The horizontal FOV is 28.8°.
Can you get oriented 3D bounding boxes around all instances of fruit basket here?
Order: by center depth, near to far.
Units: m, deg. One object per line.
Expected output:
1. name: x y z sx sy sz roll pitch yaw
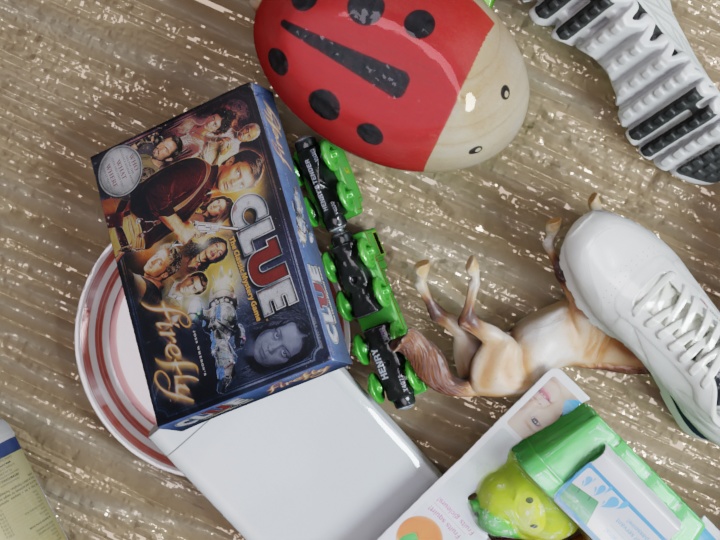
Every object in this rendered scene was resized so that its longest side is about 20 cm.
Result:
1. fruit basket: 0.125 0.197 0.942 0.200 0.094 0.185 -44 92 -3

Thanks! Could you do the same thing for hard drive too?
1. hard drive: -0.032 0.143 0.982 0.132 0.027 0.200 -41 99 6

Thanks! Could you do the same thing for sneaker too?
1. sneaker: 0.210 0.039 0.918 0.076 0.080 0.200 -44 105 -3
2. sneaker: 0.196 -0.147 0.945 0.075 0.081 0.200 -27 108 44

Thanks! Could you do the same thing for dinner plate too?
1. dinner plate: -0.105 0.049 1.005 0.199 0.024 0.201 0 93 5

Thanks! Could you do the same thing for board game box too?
1. board game box: -0.097 -0.009 0.946 0.135 0.035 0.201 -23 73 18

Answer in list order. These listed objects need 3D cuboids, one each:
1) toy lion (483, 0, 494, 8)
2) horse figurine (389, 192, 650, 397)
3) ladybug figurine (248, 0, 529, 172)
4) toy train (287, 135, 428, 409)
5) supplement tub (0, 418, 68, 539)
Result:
1. toy lion: 0.020 -0.180 0.970 0.200 0.069 0.192 28 102 4
2. horse figurine: 0.115 0.036 0.958 0.199 0.050 0.133 -22 110 -8
3. ladybug figurine: 0.013 -0.135 0.917 0.200 0.072 0.136 24 109 6
4. toy train: 0.000 0.000 0.976 0.042 0.056 0.201 -21 90 18
5. supplement tub: -0.267 0.218 0.967 0.144 0.144 0.200 -27 89 6
